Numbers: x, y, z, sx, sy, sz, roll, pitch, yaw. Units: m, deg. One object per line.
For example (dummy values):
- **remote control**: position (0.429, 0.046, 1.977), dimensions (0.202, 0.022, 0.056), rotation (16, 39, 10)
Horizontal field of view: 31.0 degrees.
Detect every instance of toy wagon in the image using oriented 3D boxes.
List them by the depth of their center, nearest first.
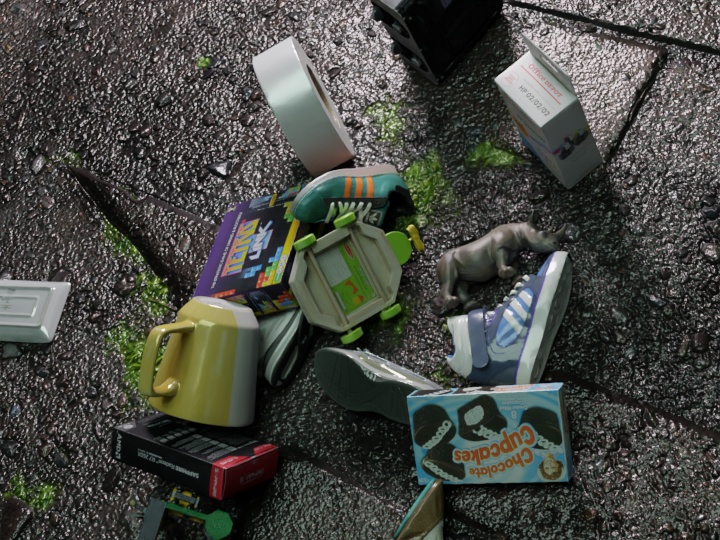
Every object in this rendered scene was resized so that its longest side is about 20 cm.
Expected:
- **toy wagon**: position (0.000, 0.000, 1.804), dimensions (0.199, 0.157, 0.039), rotation (-29, 6, -23)

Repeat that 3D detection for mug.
- **mug**: position (-0.205, 0.121, 1.764), dimensions (0.147, 0.187, 0.155), rotation (13, 94, 3)

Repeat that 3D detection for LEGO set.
- **LEGO set**: position (-0.250, 0.398, 1.724), dimensions (0.152, 0.116, 0.203), rotation (10, 67, -4)

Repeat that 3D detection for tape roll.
- **tape roll**: position (-0.084, -0.244, 1.938), dimensions (0.070, 0.203, 0.204), rotation (-28, 54, 7)

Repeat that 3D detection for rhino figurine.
- **rhino figurine**: position (0.191, -0.020, 1.770), dimensions (0.198, 0.060, 0.088), rotation (-27, 52, 6)

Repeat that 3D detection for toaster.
- **toaster**: position (0.114, -0.417, 1.958), dimensions (0.118, 0.181, 0.200), rotation (36, 81, 36)

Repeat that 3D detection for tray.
- **tray**: position (-0.565, 0.060, 2.092), dimensions (0.197, 0.022, 0.109), rotation (1, 62, 25)

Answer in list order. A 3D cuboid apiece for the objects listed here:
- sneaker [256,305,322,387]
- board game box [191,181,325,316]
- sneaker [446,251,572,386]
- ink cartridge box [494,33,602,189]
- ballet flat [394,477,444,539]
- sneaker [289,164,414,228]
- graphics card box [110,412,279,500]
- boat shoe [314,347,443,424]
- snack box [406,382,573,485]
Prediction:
- **sneaker**: position (-0.110, 0.056, 1.853), dimensions (0.115, 0.076, 0.202), rotation (25, 77, 31)
- **board game box**: position (-0.143, -0.025, 1.881), dimensions (0.164, 0.057, 0.202), rotation (-13, 42, 30)
- **sneaker**: position (0.187, 0.055, 1.715), dimensions (0.145, 0.081, 0.202), rotation (13, 74, 25)
- **ink cartridge box**: position (0.252, -0.215, 1.767), dimensions (0.068, 0.200, 0.115), rotation (-38, 53, -1)
- **ballet flat**: position (0.059, 0.356, 1.617), dimensions (0.072, 0.068, 0.201), rotation (37, 82, 14)
- **sneaker**: position (-0.005, -0.096, 1.845), dimensions (0.198, 0.072, 0.080), rotation (-17, 56, -36)
- **graphics card box**: position (-0.226, 0.247, 1.765), dimensions (0.198, 0.125, 0.052), rotation (15, 105, 29)
- **boat shoe**: position (0.024, 0.152, 1.750), dimensions (0.200, 0.064, 0.076), rotation (15, 107, 34)
- **snack box**: position (0.162, 0.206, 1.630), dimensions (0.197, 0.037, 0.118), rotation (-5, 98, 22)
